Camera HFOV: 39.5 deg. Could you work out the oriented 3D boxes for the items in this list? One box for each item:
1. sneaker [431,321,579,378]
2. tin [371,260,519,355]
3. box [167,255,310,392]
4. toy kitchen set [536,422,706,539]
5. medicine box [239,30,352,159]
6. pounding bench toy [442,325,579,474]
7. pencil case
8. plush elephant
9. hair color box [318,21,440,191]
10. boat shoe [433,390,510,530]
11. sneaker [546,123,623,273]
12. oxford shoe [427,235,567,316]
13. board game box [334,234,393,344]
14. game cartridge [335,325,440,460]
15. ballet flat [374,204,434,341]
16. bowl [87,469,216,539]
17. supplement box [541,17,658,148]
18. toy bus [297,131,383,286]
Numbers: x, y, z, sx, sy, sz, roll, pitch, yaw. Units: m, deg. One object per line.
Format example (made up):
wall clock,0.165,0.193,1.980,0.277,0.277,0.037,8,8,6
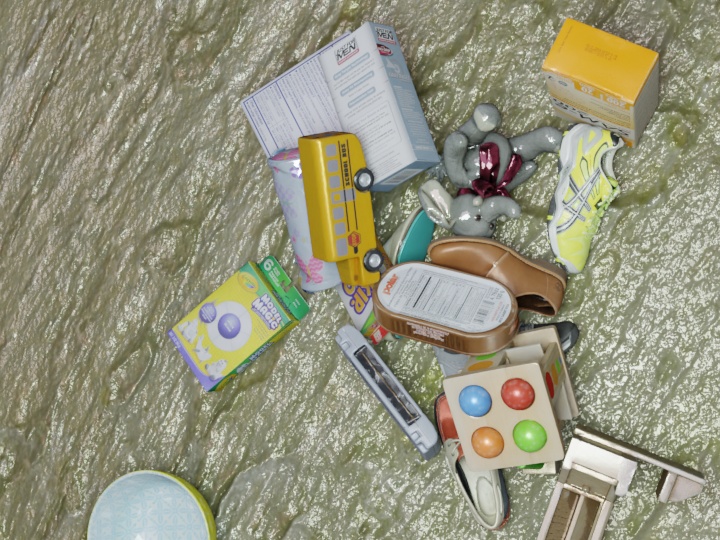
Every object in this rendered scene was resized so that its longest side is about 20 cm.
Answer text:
sneaker,0.187,0.085,1.357,0.199,0.075,0.116,-25,102,14
tin,0.109,0.045,1.301,0.199,0.042,0.112,14,45,23
box,-0.181,0.077,1.507,0.200,0.048,0.118,-40,75,8
toy kitchen set,0.316,0.306,1.246,0.162,0.200,0.182,20,91,15
medicine box,-0.042,-0.210,1.461,0.199,0.103,0.183,-30,77,12
pounding bench toy,0.202,0.198,1.266,0.123,0.156,0.201,-13,101,23
pencil case,-0.067,-0.072,1.376,0.091,0.083,0.201,17,125,57
plush elephant,0.166,-0.110,1.360,0.199,0.164,0.156,-23,62,43
hair color box,0.023,-0.217,1.339,0.099,0.060,0.201,-27,77,37
boat shoe,0.151,0.258,1.376,0.071,0.063,0.201,-24,77,16
sneaker,0.301,-0.094,1.339,0.076,0.075,0.202,10,100,36
oxford shoe,0.182,0.008,1.346,0.199,0.071,0.072,18,56,-3
board game box,0.000,0.000,1.427,0.096,0.030,0.201,-48,59,31
game cartridge,0.041,0.169,1.381,0.041,0.133,0.200,-38,73,-1
ballet flat,0.051,0.000,1.436,0.069,0.069,0.201,14,90,18
bowl,-0.289,0.391,1.477,0.199,0.108,0.202,-2,84,17
supplement box,0.314,-0.237,1.300,0.125,0.200,0.074,27,89,19
toy bus,-0.026,-0.078,1.307,0.065,0.078,0.202,18,119,60
